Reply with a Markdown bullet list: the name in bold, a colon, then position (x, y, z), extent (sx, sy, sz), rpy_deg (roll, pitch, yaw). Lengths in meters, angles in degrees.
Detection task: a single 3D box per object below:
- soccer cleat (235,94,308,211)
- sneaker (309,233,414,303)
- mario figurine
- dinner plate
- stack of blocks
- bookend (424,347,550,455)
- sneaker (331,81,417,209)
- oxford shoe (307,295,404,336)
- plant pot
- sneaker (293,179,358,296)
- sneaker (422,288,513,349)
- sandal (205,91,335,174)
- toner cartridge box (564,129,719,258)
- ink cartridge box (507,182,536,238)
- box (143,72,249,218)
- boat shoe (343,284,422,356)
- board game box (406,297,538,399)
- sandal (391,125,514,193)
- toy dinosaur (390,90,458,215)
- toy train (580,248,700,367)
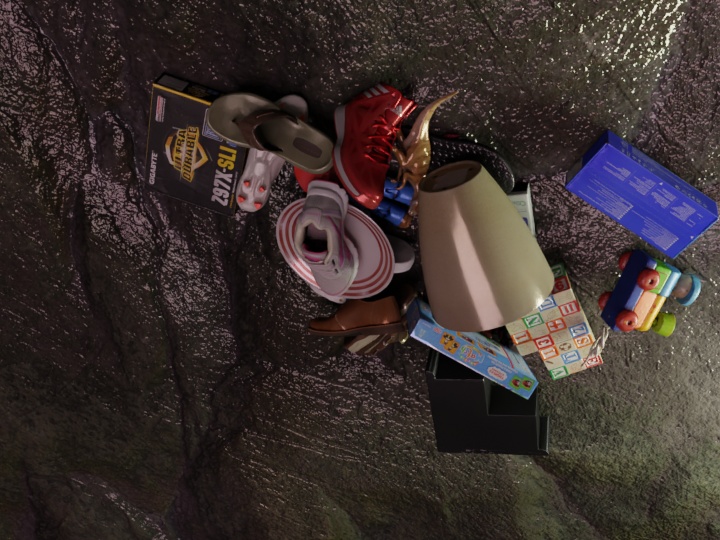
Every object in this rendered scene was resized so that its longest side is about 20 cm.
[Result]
- **soccer cleat**: position (-0.140, -0.184, 1.341), extent (0.069, 0.078, 0.200), rpy_deg (24, 110, -12)
- **sneaker**: position (0.000, 0.000, 1.443), extent (0.200, 0.074, 0.116), rpy_deg (7, 132, 22)
- **mario figurine**: position (-0.007, -0.143, 1.341), extent (0.200, 0.124, 0.106), rpy_deg (22, 171, -11)
- **dinner plate**: position (-0.038, -0.038, 1.360), extent (0.200, 0.024, 0.200), rpy_deg (15, 136, 15)
- **stack of blocks**: position (0.300, 0.089, 1.388), extent (0.115, 0.059, 0.200), rpy_deg (-21, 132, 15)
- **bookend**: position (0.227, 0.222, 1.532), extent (0.199, 0.092, 0.200), rpy_deg (-2, 125, 15)
- **sneaker**: position (0.024, -0.188, 1.208), extent (0.115, 0.200, 0.078), rpy_deg (-36, 139, 30)
- **oxford shoe**: position (-0.010, 0.075, 1.443), extent (0.200, 0.071, 0.071), rpy_deg (-9, 86, 40)
- **plant pot**: position (0.159, -0.048, 1.241), extent (0.187, 0.187, 0.200), rpy_deg (-11, 118, 23)
- **sneaker**: position (-0.059, -0.032, 1.295), extent (0.081, 0.088, 0.200), rpy_deg (8, 133, 22)
- **sneaker**: position (0.176, 0.085, 1.454), extent (0.098, 0.071, 0.200), rpy_deg (-27, 114, 31)
- **sandal**: position (-0.127, -0.202, 1.255), extent (0.201, 0.057, 0.080), rpy_deg (22, 98, 5)
- **toner cartridge box**: position (0.403, -0.108, 1.254), extent (0.200, 0.043, 0.095), rpy_deg (32, 130, -9)
- **ink cartridge box**: position (0.224, -0.042, 1.362), extent (0.099, 0.039, 0.200), rpy_deg (-2, 125, 17)
- **box**: position (-0.254, -0.193, 1.375), extent (0.160, 0.049, 0.200), rpy_deg (18, 130, 0)
- **boat shoe**: position (0.053, 0.090, 1.496), extent (0.075, 0.075, 0.202), rpy_deg (30, 141, -19)
- **board game box**: position (0.167, 0.116, 1.341), extent (0.200, 0.151, 0.037), rpy_deg (30, 99, -4)
- **sandal**: position (0.139, -0.171, 1.289), extent (0.200, 0.045, 0.075), rpy_deg (23, 126, 17)
- **toy dinosaur**: position (0.078, -0.181, 1.264), extent (0.106, 0.060, 0.200), rpy_deg (10, 121, 7)
- **toy train**: position (0.429, 0.076, 1.341), extent (0.116, 0.085, 0.200), rpy_deg (17, 109, -14)
